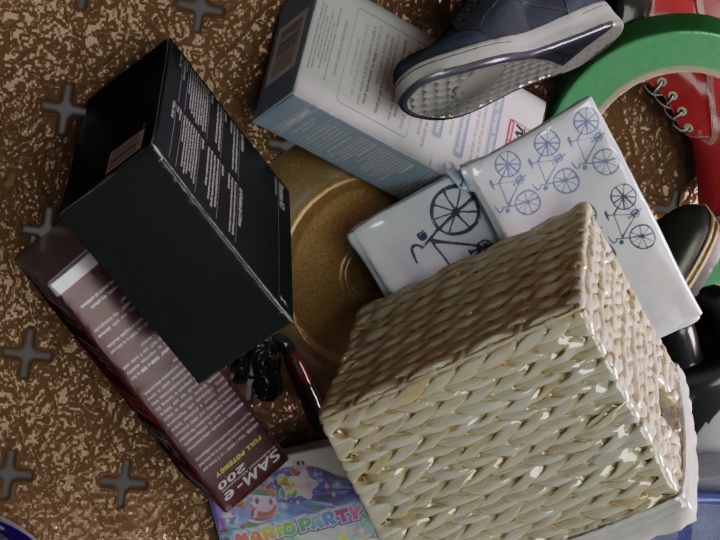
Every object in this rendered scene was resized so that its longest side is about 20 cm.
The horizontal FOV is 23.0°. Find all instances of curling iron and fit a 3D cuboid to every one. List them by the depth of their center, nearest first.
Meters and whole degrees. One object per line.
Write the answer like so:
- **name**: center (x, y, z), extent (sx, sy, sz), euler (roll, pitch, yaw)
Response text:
- **curling iron**: center (-0.033, 0.122, 1.282), extent (0.049, 0.026, 0.201), euler (-17, 122, 24)

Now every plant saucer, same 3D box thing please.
- **plant saucer**: center (0.000, 0.000, 1.276), extent (0.198, 0.035, 0.203), euler (-4, 101, -23)

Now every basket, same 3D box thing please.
- **basket**: center (0.096, 0.088, 1.143), extent (0.198, 0.199, 0.162), euler (-25, 106, 17)

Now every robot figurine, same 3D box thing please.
- **robot figurine**: center (0.273, 0.108, 1.361), extent (0.149, 0.125, 0.202), euler (-11, 113, 23)

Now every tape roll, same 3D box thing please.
- **tape roll**: center (0.233, -0.086, 1.306), extent (0.198, 0.048, 0.203), euler (1, 114, 3)

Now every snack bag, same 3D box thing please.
- **snack bag**: center (0.111, 0.002, 1.221), extent (0.198, 0.021, 0.190), euler (-26, 112, 10)

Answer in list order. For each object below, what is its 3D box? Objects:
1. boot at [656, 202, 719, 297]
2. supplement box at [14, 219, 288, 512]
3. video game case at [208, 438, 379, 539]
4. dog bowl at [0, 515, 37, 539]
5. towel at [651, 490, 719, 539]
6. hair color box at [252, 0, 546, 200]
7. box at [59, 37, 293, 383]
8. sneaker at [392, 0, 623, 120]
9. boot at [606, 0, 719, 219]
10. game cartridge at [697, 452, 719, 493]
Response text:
- **boot**: center (0.149, -0.001, 1.261), extent (0.200, 0.078, 0.138), euler (-44, 118, 12)
- **supplement box**: center (-0.140, 0.059, 1.184), extent (0.061, 0.109, 0.201), euler (-40, 111, -12)
- **video game case**: center (-0.022, 0.221, 1.282), extent (0.142, 0.018, 0.202), euler (-13, 105, 3)
- **dog bowl**: center (-0.278, 0.263, 1.173), extent (0.198, 0.079, 0.203), euler (-4, 100, -23)
- **towel**: center (0.205, 0.253, 1.292), extent (0.145, 0.024, 0.203), euler (1, 102, 1)
- **hair color box**: center (0.030, -0.111, 1.238), extent (0.199, 0.060, 0.100), euler (26, 61, -25)
- **box**: center (-0.112, -0.043, 1.124), extent (0.079, 0.200, 0.141), euler (-35, 112, 13)
- **sneaker**: center (0.071, -0.190, 1.214), extent (0.201, 0.077, 0.147), euler (-23, 76, -39)
- **boot**: center (0.232, -0.129, 1.345), extent (0.142, 0.072, 0.203), euler (-5, 103, -13)
- **game cartridge**: center (0.221, 0.213, 1.344), extent (0.199, 0.042, 0.133), euler (-26, 118, 27)
